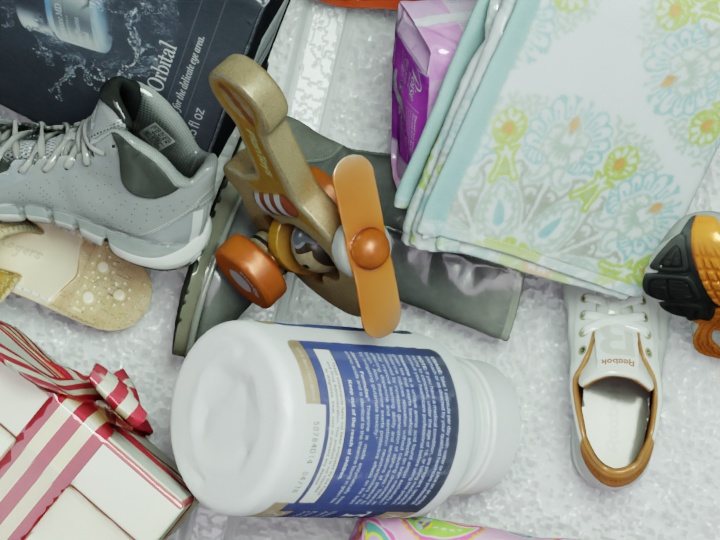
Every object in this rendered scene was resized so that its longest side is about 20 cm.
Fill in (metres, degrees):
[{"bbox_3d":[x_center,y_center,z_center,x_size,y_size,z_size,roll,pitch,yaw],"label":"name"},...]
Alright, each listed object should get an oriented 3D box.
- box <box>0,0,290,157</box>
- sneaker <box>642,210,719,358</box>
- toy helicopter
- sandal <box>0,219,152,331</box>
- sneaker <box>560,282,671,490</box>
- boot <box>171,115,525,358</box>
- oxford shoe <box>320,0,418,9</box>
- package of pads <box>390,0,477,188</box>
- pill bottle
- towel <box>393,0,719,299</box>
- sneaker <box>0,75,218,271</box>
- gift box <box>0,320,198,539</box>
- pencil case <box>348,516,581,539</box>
[{"bbox_3d":[-0.143,-0.175,1.525,0.199,0.197,0.118,27,53,1],"label":"box"},{"bbox_3d":[0.221,-0.010,1.550,0.075,0.200,0.093,12,75,20],"label":"sneaker"},{"bbox_3d":[-0.034,-0.042,1.466,0.079,0.201,0.132,-43,50,-16],"label":"toy helicopter"},{"bbox_3d":[-0.216,-0.011,1.554,0.210,0.070,0.078,19,94,-22],"label":"sandal"},{"bbox_3d":[0.160,0.033,1.591,0.072,0.085,0.202,-2,85,0],"label":"sneaker"},{"bbox_3d":[0.000,0.001,1.602,0.199,0.073,0.183,23,86,-6],"label":"boot"},{"bbox_3d":[0.018,-0.199,1.618,0.199,0.073,0.072,24,119,14],"label":"oxford shoe"},{"bbox_3d":[0.117,-0.105,1.560,0.198,0.076,0.121,-8,126,-16],"label":"package of pads"},{"bbox_3d":[-0.004,0.089,1.530,0.199,0.111,0.112,5,85,-42],"label":"pill bottle"},{"bbox_3d":[0.126,-0.087,1.497,0.170,0.048,0.201,14,111,-29],"label":"towel"},{"bbox_3d":[-0.173,-0.078,1.510,0.198,0.116,0.075,16,49,-5],"label":"sneaker"},{"bbox_3d":[-0.209,0.125,1.527,0.200,0.185,0.187,41,89,-3],"label":"gift box"},{"bbox_3d":[0.082,0.197,1.579,0.198,0.087,0.088,11,86,-2],"label":"pencil case"}]
